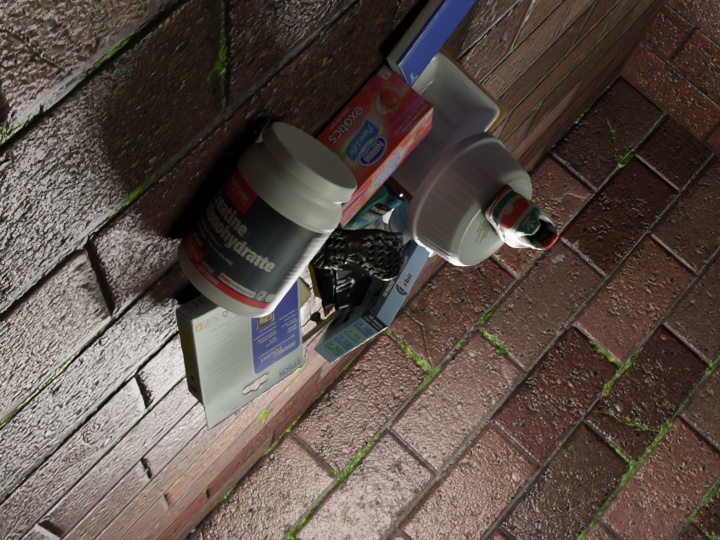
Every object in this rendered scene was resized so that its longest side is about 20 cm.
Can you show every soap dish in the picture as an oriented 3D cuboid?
[{"bbox_3d":[0.099,-0.217,1.519,0.200,0.157,0.081,-49,-172,1],"label":"soap dish"}]

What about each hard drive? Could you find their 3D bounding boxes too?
[{"bbox_3d":[0.112,-0.347,1.369,0.201,0.025,0.132,-53,171,2],"label":"hard drive"}]

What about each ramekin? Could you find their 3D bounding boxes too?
[{"bbox_3d":[0.171,-0.097,1.506,0.202,0.094,0.203,-36,151,-23],"label":"ramekin"}]

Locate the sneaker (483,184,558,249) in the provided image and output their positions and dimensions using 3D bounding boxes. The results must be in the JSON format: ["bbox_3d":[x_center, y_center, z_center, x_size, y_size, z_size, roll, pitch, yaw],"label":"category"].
[{"bbox_3d":[0.249,-0.056,1.468,0.070,0.093,0.200,-50,153,5],"label":"sneaker"}]

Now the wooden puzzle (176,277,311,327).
[{"bbox_3d":[-0.174,0.051,1.485,0.186,0.046,0.200,-50,144,-15],"label":"wooden puzzle"}]

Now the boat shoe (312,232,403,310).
[{"bbox_3d":[0.000,0.000,1.628,0.199,0.074,0.094,-20,109,-43],"label":"boat shoe"}]

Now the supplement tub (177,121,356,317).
[{"bbox_3d":[-0.110,-0.058,1.185,0.200,0.140,0.140,-52,170,19],"label":"supplement tub"}]

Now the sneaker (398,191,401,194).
[{"bbox_3d":[0.078,-0.204,1.640,0.200,0.087,0.077,-44,168,34],"label":"sneaker"}]

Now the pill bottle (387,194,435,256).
[{"bbox_3d":[0.109,-0.087,1.709,0.109,0.109,0.200,-44,174,-25],"label":"pill bottle"}]

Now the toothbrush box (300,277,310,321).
[{"bbox_3d":[-0.166,0.080,1.666,0.146,0.086,0.200,-45,172,-20],"label":"toothbrush box"}]

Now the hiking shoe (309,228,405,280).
[{"bbox_3d":[-0.022,-0.034,1.485,0.199,0.100,0.076,11,92,-42],"label":"hiking shoe"}]

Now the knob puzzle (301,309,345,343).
[{"bbox_3d":[-0.117,0.121,1.682,0.219,0.031,0.220,-39,179,-1],"label":"knob puzzle"}]

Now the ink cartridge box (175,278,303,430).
[{"bbox_3d":[-0.168,0.099,1.451,0.197,0.047,0.201,-32,137,-37],"label":"ink cartridge box"}]

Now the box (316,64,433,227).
[{"bbox_3d":[0.003,-0.170,1.403,0.200,0.095,0.103,-48,172,-6],"label":"box"}]

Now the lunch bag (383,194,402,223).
[{"bbox_3d":[0.110,-0.170,1.816,0.198,0.128,0.170,-18,161,-16],"label":"lunch bag"}]

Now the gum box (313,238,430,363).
[{"bbox_3d":[0.018,0.053,1.684,0.200,0.044,0.170,-39,-165,53],"label":"gum box"}]

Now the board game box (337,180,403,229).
[{"bbox_3d":[-0.037,-0.077,1.579,0.199,0.047,0.151,-33,174,9],"label":"board game box"}]

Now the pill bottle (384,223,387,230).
[{"bbox_3d":[0.023,-0.017,2.079,0.200,0.112,0.112,-48,171,-5],"label":"pill bottle"}]

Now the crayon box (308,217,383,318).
[{"bbox_3d":[-0.032,-0.032,1.755,0.200,0.051,0.126,-52,152,-31],"label":"crayon box"}]
